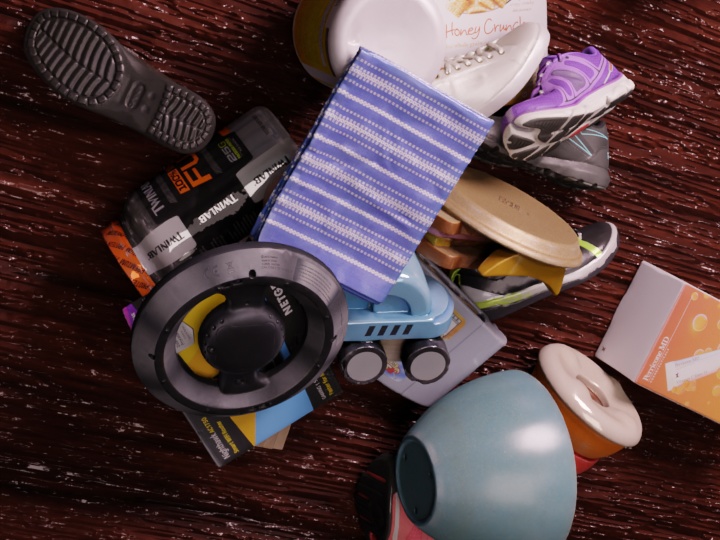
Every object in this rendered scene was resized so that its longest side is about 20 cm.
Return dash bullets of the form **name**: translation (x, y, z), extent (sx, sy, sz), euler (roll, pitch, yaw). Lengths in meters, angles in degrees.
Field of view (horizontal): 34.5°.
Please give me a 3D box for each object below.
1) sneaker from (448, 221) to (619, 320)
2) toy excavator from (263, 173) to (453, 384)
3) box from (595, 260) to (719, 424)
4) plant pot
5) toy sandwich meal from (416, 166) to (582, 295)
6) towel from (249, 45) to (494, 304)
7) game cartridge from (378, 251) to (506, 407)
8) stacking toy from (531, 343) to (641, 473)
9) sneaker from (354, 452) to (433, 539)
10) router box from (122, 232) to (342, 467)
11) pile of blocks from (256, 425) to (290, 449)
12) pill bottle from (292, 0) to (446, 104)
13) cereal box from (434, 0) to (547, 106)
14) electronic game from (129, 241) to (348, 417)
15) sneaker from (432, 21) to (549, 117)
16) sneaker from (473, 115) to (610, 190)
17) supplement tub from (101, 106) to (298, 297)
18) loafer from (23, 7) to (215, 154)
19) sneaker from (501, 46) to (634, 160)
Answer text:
- **sneaker**: translation (0.190, -0.018, 1.259), extent (0.198, 0.072, 0.084), euler (-27, 110, -9)
- **toy excavator**: translation (0.000, 0.000, 1.103), extent (0.191, 0.100, 0.203), euler (-1, 124, -11)
- **box**: translation (0.393, 0.094, 1.338), extent (0.198, 0.097, 0.126), euler (24, 97, -21)
- **plant pot**: translation (0.114, 0.212, 1.217), extent (0.133, 0.200, 0.204), euler (-3, 106, -25)
- **toy sandwich meal**: translation (0.131, -0.039, 1.176), extent (0.202, 0.206, 0.071), euler (20, 111, -21)
- **towel**: translation (0.008, -0.076, 1.011), extent (0.143, 0.024, 0.202), euler (25, 108, -21)
- **game cartridge**: translation (0.043, 0.051, 1.227), extent (0.133, 0.042, 0.200), euler (-43, 108, 14)
- **stacking toy**: translation (0.206, 0.197, 1.313), extent (0.145, 0.147, 0.201), euler (30, 113, -22)
- **sneaker**: translation (0.049, 0.292, 1.309), extent (0.086, 0.073, 0.204), euler (-15, 111, -30)
- **router box**: translation (-0.117, 0.078, 1.106), extent (0.148, 0.051, 0.202), euler (-31, 132, -7)
- **pile of blocks**: translation (-0.110, 0.087, 1.200), extent (0.081, 0.062, 0.203), euler (-12, 116, -17)
- **pill bottle**: translation (0.000, -0.218, 1.075), extent (0.107, 0.200, 0.111), euler (-4, 106, -16)
- **cereal box**: translation (0.121, -0.269, 1.186), extent (0.141, 0.040, 0.204), euler (-9, 108, -14)
- **electronic game**: translation (-0.106, 0.056, 1.032), extent (0.196, 0.042, 0.202), euler (-11, 133, -12)
- **sneaker**: translation (0.097, -0.189, 1.140), extent (0.199, 0.073, 0.085), euler (-41, 114, 0)
- **sneaker**: translation (0.183, -0.143, 1.233), extent (0.197, 0.075, 0.081), euler (14, 87, -27)
- **supplement tub**: translation (-0.141, -0.055, 1.116), extent (0.199, 0.122, 0.123), euler (-36, 112, -6)
- **loafer**: translation (-0.226, -0.170, 1.087), extent (0.199, 0.071, 0.074), euler (35, 88, -3)
- **sneaker**: translation (0.194, -0.173, 1.165), extent (0.084, 0.081, 0.199), euler (52, 44, 7)
